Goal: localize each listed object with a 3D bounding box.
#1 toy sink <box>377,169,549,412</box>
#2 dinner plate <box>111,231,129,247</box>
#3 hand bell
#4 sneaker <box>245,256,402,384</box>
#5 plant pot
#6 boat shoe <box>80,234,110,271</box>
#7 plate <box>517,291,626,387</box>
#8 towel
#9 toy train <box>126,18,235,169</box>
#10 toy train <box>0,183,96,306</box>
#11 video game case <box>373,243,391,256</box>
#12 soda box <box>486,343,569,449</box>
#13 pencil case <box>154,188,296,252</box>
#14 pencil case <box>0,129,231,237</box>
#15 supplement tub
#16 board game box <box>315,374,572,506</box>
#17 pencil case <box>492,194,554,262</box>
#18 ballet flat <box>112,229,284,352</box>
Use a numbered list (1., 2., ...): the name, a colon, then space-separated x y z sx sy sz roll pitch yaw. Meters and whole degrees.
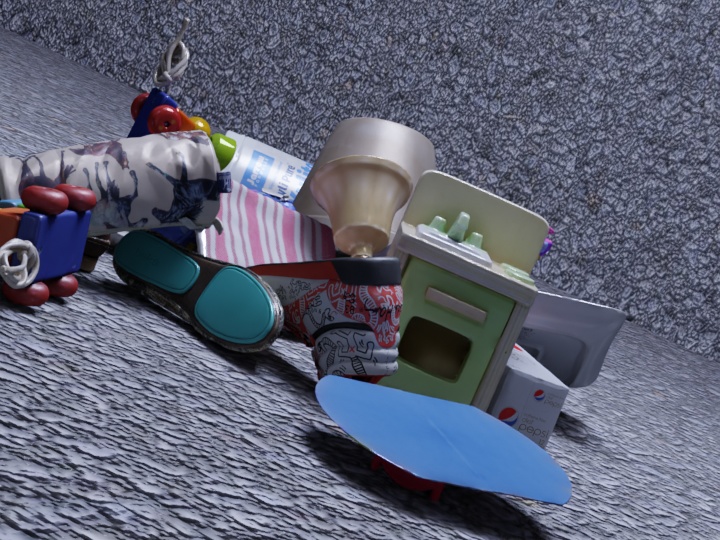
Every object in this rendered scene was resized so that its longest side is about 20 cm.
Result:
1. toy sink: 0.077 0.027 1.299 0.130 0.201 0.112 24 6 -2
2. dinner plate: -0.213 -0.030 1.509 0.199 0.024 0.200 23 7 -3
3. hand bell: 0.000 0.000 1.426 0.103 0.201 0.104 1 -32 0
4. sneaker: -0.038 0.047 1.242 0.067 0.109 0.201 1 -3 -38
5. plant pot: 0.008 -0.068 1.649 0.199 0.175 0.200 12 -17 4
6. boat shoe: -0.274 -0.061 1.354 0.070 0.071 0.200 17 8 -38
7. plate: 0.165 0.073 1.558 0.198 0.033 0.200 13 -25 4
8. towel: -0.082 -0.015 1.402 0.200 0.030 0.147 26 40 -46
9. toy train: -0.178 -0.146 1.545 0.115 0.201 0.085 26 5 -29
10. toy train: -0.274 -0.027 1.065 0.115 0.085 0.200 14 6 5
11. video game case: 0.077 0.029 1.572 0.199 0.018 0.143 23 -28 -28
12. soda box: 0.132 0.107 1.418 0.063 0.069 0.200 20 7 -14
13. pencil case: -0.135 -0.050 1.478 0.078 0.087 0.200 39 15 28
14. pencil case: -0.211 -0.063 1.232 0.199 0.090 0.078 -10 -20 -22
15. supplement tub: -0.095 -0.075 1.812 0.199 0.133 0.132 23 7 -7
16. board game box: 0.055 0.138 1.068 0.199 0.039 0.158 14 15 -28
17. pencil case: 0.097 0.023 1.395 0.088 0.201 0.088 35 7 -5
18. ballet flat: -0.127 0.024 1.253 0.199 0.068 0.075 26 -15 34
